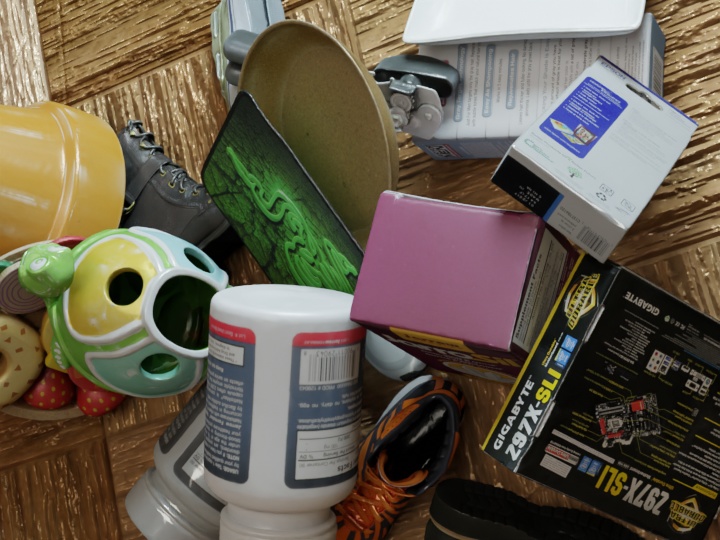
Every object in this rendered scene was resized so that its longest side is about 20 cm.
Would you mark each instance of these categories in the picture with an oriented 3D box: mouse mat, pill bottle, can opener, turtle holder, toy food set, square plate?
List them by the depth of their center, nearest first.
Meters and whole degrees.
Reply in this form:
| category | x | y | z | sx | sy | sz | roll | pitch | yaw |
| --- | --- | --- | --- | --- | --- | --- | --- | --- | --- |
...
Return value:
| category | x | y | z | sx | sy | sz | roll | pitch | yaw |
| --- | --- | --- | --- | --- | --- | --- | --- | --- | --- |
| pill bottle | -0.059 | 0.118 | 1.033 | 0.119 | 0.119 | 0.201 | 8 | 100 | 25 |
| mouse mat | -0.060 | -0.033 | 1.106 | 0.008 | 0.161 | 0.200 | -32 | 80 | -29 |
| turtle holder | -0.181 | 0.021 | 1.110 | 0.141 | 0.186 | 0.131 | -48 | 25 | -26 |
| square plate | 0.150 | -0.258 | 1.133 | 0.197 | 0.028 | 0.201 | 0 | 53 | 25 |
| can opener | -0.018 | -0.158 | 1.138 | 0.199 | 0.053 | 0.067 | 15 | 48 | 13 |
| pill bottle | -0.103 | 0.147 | 1.155 | 0.114 | 0.114 | 0.200 | 43 | 99 | 25 |
| toy food set | -0.267 | 0.056 | 1.209 | 0.198 | 0.199 | 0.049 | -56 | 33 | 19 |

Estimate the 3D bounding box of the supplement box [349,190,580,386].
| category | x | y | z | sx | sy | sz | roll | pitch | yaw |
| --- | --- | --- | --- | --- | --- | --- | --- | --- | --- |
| supplement box | 0.097 | 0.023 | 1.039 | 0.130 | 0.200 | 0.104 | 11 | 79 | 27 |

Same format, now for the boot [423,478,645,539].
| category | x | y | z | sx | sy | sz | roll | pitch | yaw |
| --- | --- | --- | --- | --- | --- | --- | --- | --- | --- |
| boot | 0.137 | 0.256 | 1.061 | 0.199 | 0.077 | 0.139 | 20 | 112 | 12 |

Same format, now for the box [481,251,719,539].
| category | x | y | z | sx | sy | sz | roll | pitch | yaw |
| --- | --- | --- | --- | --- | --- | --- | --- | --- | --- |
| box | 0.203 | 0.098 | 0.982 | 0.160 | 0.199 | 0.049 | -62 | 31 | 3 |

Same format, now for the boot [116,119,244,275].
| category | x | y | z | sx | sy | sz | roll | pitch | yaw |
| --- | --- | --- | --- | --- | --- | --- | --- | --- | --- |
| boot | -0.166 | -0.079 | 1.253 | 0.200 | 0.069 | 0.174 | -48 | 66 | 11 |

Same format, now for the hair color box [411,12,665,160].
| category | x | y | z | sx | sy | sz | roll | pitch | yaw |
| --- | --- | --- | --- | --- | --- | --- | --- | --- | --- |
| hair color box | 0.147 | -0.149 | 1.130 | 0.199 | 0.061 | 0.100 | 0 | 79 | 24 |

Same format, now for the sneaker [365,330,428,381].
| category | x | y | z | sx | sy | sz | roll | pitch | yaw |
| --- | --- | --- | --- | --- | --- | --- | --- | --- | --- |
| sneaker | 0.000 | 0.000 | 1.153 | 0.075 | 0.087 | 0.201 | -28 | 71 | 15 |

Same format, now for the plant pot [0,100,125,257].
| category | x | y | z | sx | sy | sz | roll | pitch | yaw |
| --- | --- | --- | --- | --- | --- | --- | --- | --- | --- |
| plant pot | -0.345 | -0.072 | 1.236 | 0.200 | 0.183 | 0.201 | -18 | 64 | 42 |

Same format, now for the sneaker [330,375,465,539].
| category | x | y | z | sx | sy | sz | roll | pitch | yaw |
| --- | --- | --- | --- | --- | --- | --- | --- | --- | --- |
| sneaker | 0.010 | 0.171 | 1.091 | 0.077 | 0.112 | 0.201 | 34 | 96 | 1 |

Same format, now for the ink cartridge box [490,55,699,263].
| category | x | y | z | sx | sy | sz | roll | pitch | yaw |
| --- | --- | --- | --- | --- | --- | --- | --- | --- | --- |
| ink cartridge box | 0.175 | -0.086 | 0.993 | 0.099 | 0.200 | 0.039 | 37 | 128 | 8 |

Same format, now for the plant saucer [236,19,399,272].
| category | x | y | z | sx | sy | sz | roll | pitch | yaw |
| --- | --- | --- | --- | --- | --- | --- | --- | --- | --- |
| plant saucer | -0.028 | -0.100 | 1.080 | 0.200 | 0.035 | 0.201 | 26 | 125 | 45 |

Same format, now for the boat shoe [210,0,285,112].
| category | x | y | z | sx | sy | sz | roll | pitch | yaw |
| --- | --- | --- | --- | --- | --- | --- | --- | --- | --- |
| boat shoe | -0.098 | -0.178 | 1.236 | 0.062 | 0.072 | 0.201 | -37 | 45 | 38 |
